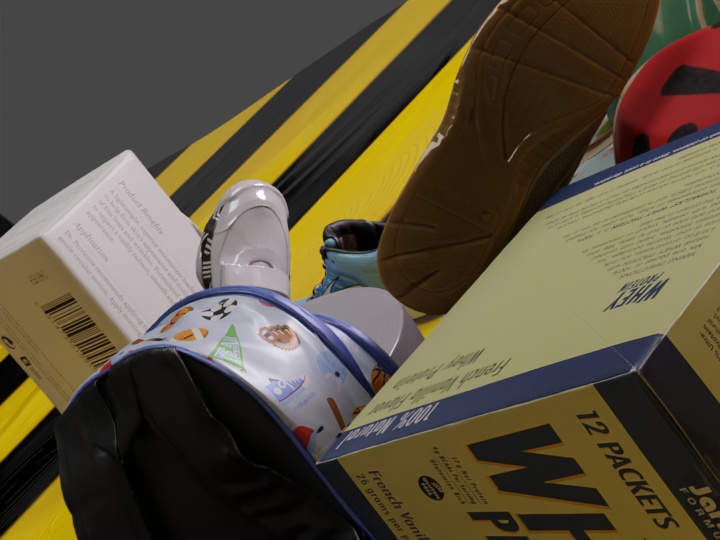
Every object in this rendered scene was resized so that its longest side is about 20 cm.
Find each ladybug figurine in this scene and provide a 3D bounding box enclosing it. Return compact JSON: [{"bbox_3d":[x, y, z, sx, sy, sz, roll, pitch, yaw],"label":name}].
[{"bbox_3d":[0.181,-0.068,0.901,0.136,0.072,0.200,-57,21,-10],"label":"ladybug figurine"}]

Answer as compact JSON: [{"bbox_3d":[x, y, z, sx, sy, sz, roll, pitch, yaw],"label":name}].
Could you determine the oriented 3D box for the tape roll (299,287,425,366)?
[{"bbox_3d":[-0.042,0.098,1.194,0.200,0.066,0.200,-29,22,13],"label":"tape roll"}]

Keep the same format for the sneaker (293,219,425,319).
[{"bbox_3d":[0.000,0.000,1.434,0.200,0.090,0.078,-30,15,43],"label":"sneaker"}]

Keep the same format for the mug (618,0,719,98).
[{"bbox_3d":[0.214,-0.160,1.103,0.114,0.185,0.152,-152,69,-67],"label":"mug"}]

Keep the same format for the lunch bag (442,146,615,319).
[{"bbox_3d":[0.134,0.000,1.084,0.160,0.077,0.200,-31,15,28],"label":"lunch bag"}]

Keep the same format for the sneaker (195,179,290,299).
[{"bbox_3d":[-0.070,0.036,1.396,0.115,0.075,0.200,9,91,62],"label":"sneaker"}]

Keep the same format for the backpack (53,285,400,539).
[{"bbox_3d":[-0.051,0.102,0.985,0.200,0.191,0.154,-31,14,36],"label":"backpack"}]

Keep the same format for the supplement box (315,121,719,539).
[{"bbox_3d":[0.130,0.049,0.782,0.200,0.134,0.200,-23,19,52],"label":"supplement box"}]

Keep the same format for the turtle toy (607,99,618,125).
[{"bbox_3d":[0.183,-0.174,1.232,0.200,0.101,0.146,-61,2,36],"label":"turtle toy"}]

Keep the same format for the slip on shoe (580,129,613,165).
[{"bbox_3d":[0.173,-0.057,1.224,0.200,0.076,0.061,-26,55,18],"label":"slip on shoe"}]

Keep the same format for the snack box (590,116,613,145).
[{"bbox_3d":[0.166,-0.096,1.385,0.142,0.053,0.200,-34,14,14],"label":"snack box"}]

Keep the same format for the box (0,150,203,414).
[{"bbox_3d":[-0.228,0.028,1.734,0.131,0.199,0.200,-47,14,-35],"label":"box"}]

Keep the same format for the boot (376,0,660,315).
[{"bbox_3d":[0.082,-0.065,0.970,0.200,0.073,0.155,-61,-9,1],"label":"boot"}]
